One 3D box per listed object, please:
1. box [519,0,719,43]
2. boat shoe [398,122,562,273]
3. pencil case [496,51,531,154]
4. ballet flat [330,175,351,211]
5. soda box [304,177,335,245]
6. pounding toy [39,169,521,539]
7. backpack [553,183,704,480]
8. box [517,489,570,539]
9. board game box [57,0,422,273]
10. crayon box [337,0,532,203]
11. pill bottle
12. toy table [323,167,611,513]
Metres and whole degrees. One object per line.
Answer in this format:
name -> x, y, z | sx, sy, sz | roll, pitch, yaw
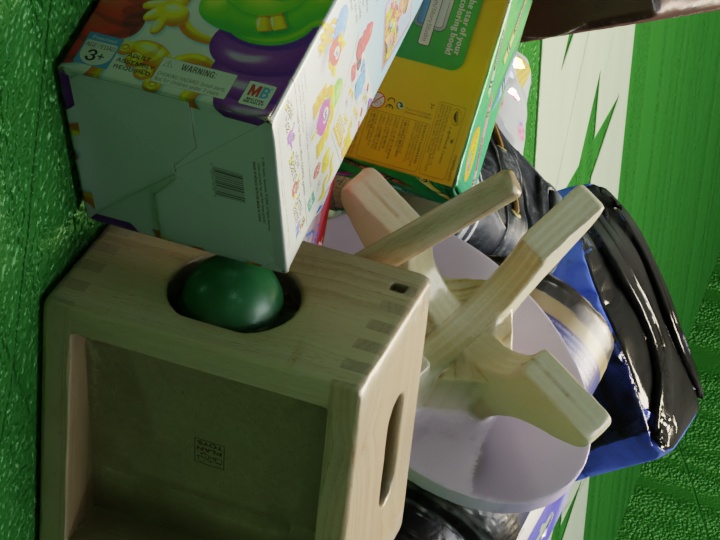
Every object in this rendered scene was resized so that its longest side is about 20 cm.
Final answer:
box -> 0.169, -0.235, 1.456 | 0.200, 0.166, 0.165 | -14, 96, -43
boat shoe -> 0.066, -0.070, 1.483 | 0.071, 0.091, 0.201 | -48, -147, 29
pencil case -> 0.070, -0.052, 1.577 | 0.083, 0.090, 0.201 | 129, -36, -68
ballet flat -> 0.023, -0.130, 1.437 | 0.068, 0.067, 0.201 | 4, 101, -76
soda box -> -0.056, -0.031, 1.228 | 0.063, 0.070, 0.201 | -42, 146, -66
pounding toy -> -0.040, 0.047, 1.138 | 0.142, 0.183, 0.201 | -56, 157, -53
backpack -> 0.147, 0.046, 1.766 | 0.163, 0.167, 0.201 | -39, 111, -74
box -> 0.068, 0.112, 1.503 | 0.119, 0.041, 0.200 | -57, 135, -25
board game box -> -0.047, -0.116, 1.099 | 0.105, 0.103, 0.200 | 87, 23, -51
crayon box -> 0.031, -0.148, 1.341 | 0.058, 0.118, 0.201 | 44, 63, -75
pill bottle -> 0.057, 0.099, 1.376 | 0.200, 0.112, 0.112 | -59, 161, -22
toy table -> 0.049, 0.034, 1.278 | 0.184, 0.200, 0.117 | -53, 174, -22
